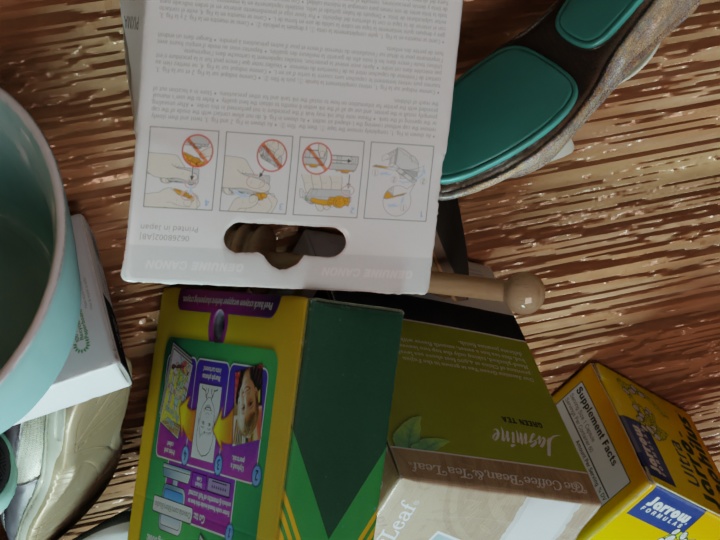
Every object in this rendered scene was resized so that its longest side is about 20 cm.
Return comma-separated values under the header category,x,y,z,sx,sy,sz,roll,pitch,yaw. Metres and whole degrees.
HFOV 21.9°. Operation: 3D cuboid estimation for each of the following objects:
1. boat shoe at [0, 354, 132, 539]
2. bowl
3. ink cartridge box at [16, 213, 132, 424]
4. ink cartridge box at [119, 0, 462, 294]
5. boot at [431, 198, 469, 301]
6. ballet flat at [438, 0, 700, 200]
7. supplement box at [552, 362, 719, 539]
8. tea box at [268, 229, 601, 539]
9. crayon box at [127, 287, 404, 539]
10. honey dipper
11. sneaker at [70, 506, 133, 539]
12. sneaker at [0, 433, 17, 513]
category,x,y,z,sx,sy,sz,roll,pitch,yaw
boat shoe,-0.179,0.094,1.065,0.072,0.065,0.200,-40,164,-34
bowl,-0.215,0.011,0.902,0.200,0.201,0.105,-27,154,6
ink cartridge box,-0.225,0.046,0.973,0.199,0.095,0.037,-18,150,-2
ink cartridge box,-0.034,-0.094,0.887,0.161,0.050,0.201,3,101,-23
boot,0.001,-0.054,0.998,0.075,0.074,0.200,-20,129,16
ballet flat,0.107,-0.098,0.963,0.200,0.068,0.067,-42,148,-4
supplement box,0.135,0.177,1.229,0.109,0.109,0.200,27,118,-37
tea box,0.006,0.120,1.065,0.133,0.197,0.200,11,128,-28
crayon box,-0.056,0.099,0.975,0.058,0.200,0.173,8,88,-26
honey dipper,0.000,0.000,0.993,0.199,0.038,0.038,6,138,16
sneaker,-0.164,0.221,1.121,0.200,0.116,0.075,-31,175,36
sneaker,-0.297,0.119,1.039,0.199,0.078,0.140,19,147,-8
